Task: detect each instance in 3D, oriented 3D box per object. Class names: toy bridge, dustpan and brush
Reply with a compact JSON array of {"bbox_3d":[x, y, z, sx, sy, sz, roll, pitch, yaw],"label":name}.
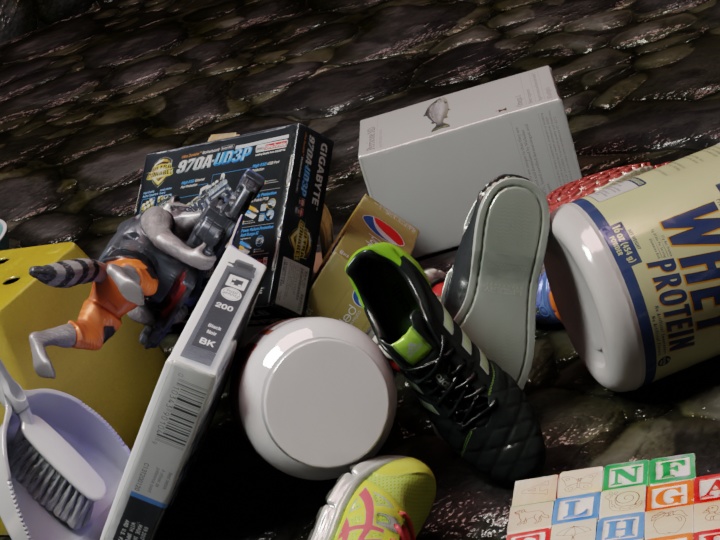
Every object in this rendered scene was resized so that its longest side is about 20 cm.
[{"bbox_3d":[-0.064,-0.055,1.506,0.067,0.200,0.027,-2,52,37],"label":"toy bridge"},{"bbox_3d":[-0.242,0.121,1.201,0.057,0.200,0.140,-38,7,34],"label":"dustpan and brush"}]

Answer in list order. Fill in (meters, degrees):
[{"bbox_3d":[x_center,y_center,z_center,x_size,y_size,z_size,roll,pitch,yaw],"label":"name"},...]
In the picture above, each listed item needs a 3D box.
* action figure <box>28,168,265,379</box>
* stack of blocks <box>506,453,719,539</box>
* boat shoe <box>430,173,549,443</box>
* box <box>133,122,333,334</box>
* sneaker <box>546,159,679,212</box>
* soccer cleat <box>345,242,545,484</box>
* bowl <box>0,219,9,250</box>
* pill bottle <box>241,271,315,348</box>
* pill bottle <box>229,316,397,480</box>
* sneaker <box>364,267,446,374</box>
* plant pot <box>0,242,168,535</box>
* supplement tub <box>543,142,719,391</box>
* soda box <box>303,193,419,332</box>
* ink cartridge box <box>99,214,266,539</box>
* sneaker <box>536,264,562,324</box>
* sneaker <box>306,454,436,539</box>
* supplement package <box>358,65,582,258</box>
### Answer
[{"bbox_3d":[-0.167,-0.016,1.273,0.201,0.104,0.194,-53,0,27],"label":"action figure"},{"bbox_3d":[0.187,0.163,0.956,0.198,0.059,0.115,-12,22,17],"label":"stack of blocks"},{"bbox_3d":[0.095,0.029,1.202,0.075,0.202,0.060,18,4,-5],"label":"boat shoe"},{"bbox_3d":[-0.120,-0.031,1.387,0.199,0.046,0.161,-8,67,42],"label":"box"},{"bbox_3d":[0.223,-0.042,1.318,0.077,0.083,0.199,-17,-7,43],"label":"sneaker"},{"bbox_3d":[0.054,0.067,1.131,0.067,0.201,0.081,-40,-13,14],"label":"soccer cleat"},{"bbox_3d":[-0.446,0.035,1.702,0.199,0.106,0.201,-15,22,6],"label":"bowl"},{"bbox_3d":[-0.130,0.008,1.502,0.113,0.115,0.199,-29,25,-26],"label":"pill bottle"},{"bbox_3d":[-0.034,0.090,1.158,0.111,0.113,0.200,-21,1,-7],"label":"pill bottle"},{"bbox_3d":[0.056,0.057,1.310,0.077,0.085,0.200,-53,-6,15],"label":"sneaker"},{"bbox_3d":[-0.290,0.089,1.354,0.198,0.178,0.200,-5,25,28],"label":"plant pot"},{"bbox_3d":[0.248,-0.010,1.200,0.198,0.146,0.145,-21,22,-7],"label":"supplement tub"},{"bbox_3d":[0.000,0.000,1.416,0.068,0.064,0.200,-56,2,18],"label":"soda box"},{"bbox_3d":[-0.124,0.089,1.208,0.043,0.199,0.201,22,34,-2],"label":"ink cartridge box"},{"bbox_3d":[0.174,-0.019,1.383,0.078,0.076,0.200,-10,22,29],"label":"sneaker"},{"bbox_3d":[0.007,0.194,1.023,0.090,0.079,0.200,7,38,32],"label":"sneaker"},{"bbox_3d":[0.107,-0.103,1.572,0.198,0.118,0.117,-16,22,7],"label":"supplement package"}]
